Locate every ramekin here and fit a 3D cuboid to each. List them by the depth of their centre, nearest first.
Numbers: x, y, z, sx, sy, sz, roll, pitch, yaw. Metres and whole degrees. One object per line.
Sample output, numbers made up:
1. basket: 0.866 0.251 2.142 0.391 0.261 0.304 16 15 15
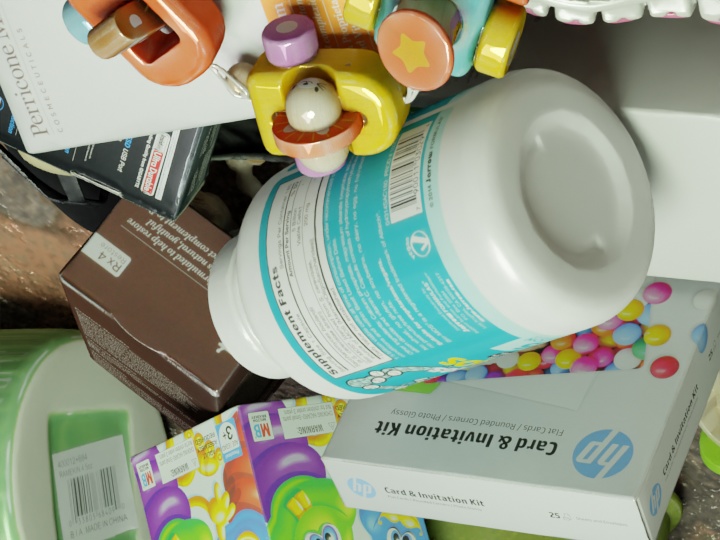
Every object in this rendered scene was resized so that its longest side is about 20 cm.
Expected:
1. ramekin: -0.192 0.127 1.509 0.097 0.201 0.200 -6 134 27

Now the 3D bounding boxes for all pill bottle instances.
1. pill bottle: 0.022 -0.008 1.123 0.200 0.111 0.111 -20 124 45

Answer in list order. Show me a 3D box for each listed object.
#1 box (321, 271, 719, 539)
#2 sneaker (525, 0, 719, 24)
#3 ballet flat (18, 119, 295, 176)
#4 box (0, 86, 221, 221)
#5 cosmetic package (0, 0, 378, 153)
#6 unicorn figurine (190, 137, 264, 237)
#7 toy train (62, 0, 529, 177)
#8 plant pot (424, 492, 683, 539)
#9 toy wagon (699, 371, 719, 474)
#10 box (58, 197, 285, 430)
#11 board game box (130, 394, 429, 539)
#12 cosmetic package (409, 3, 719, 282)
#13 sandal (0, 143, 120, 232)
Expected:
1. box: 0.090 0.029 1.192 0.155 0.200 0.041 6 142 28
2. sneaker: 0.129 -0.149 1.055 0.199 0.074 0.088 10 142 15
3. ballet flat: -0.089 -0.075 1.280 0.199 0.057 0.067 -7 130 26
4. box: -0.125 -0.139 1.200 0.158 0.046 0.201 24 126 5
5. cosmetic package: -0.063 -0.122 1.116 0.199 0.071 0.102 -8 118 24
6. unicorn figurine: 0.000 0.000 1.338 0.199 0.074 0.138 30 157 21
7. toy train: -0.028 -0.102 1.027 0.200 0.056 0.150 -24 116 36
8. plant pot: 0.084 0.226 1.391 0.199 0.191 0.200 -4 158 -2
9. toy wagon: 0.189 0.058 1.266 0.200 0.040 0.155 41 164 27
10. box: -0.091 0.027 1.346 0.100 0.075 0.200 37 170 6
11. board game box: -0.027 0.172 1.314 0.105 0.201 0.103 -5 166 -40
12. cosmetic package: 0.111 -0.063 1.164 0.199 0.085 0.108 6 137 29
13. sandal: -0.177 -0.083 1.359 0.076 0.043 0.200 -7 133 38
